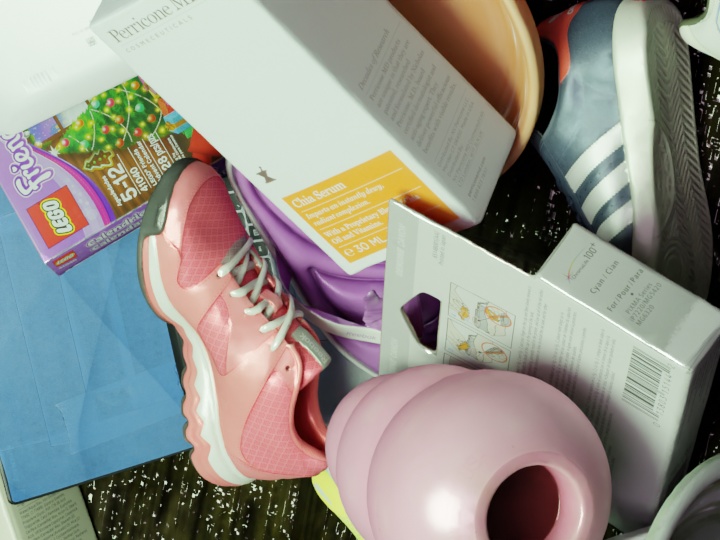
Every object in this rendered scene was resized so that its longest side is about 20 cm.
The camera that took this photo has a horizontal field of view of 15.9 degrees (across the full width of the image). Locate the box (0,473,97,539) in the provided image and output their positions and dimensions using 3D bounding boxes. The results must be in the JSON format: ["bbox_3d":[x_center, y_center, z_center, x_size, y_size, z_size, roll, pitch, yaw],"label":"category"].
[{"bbox_3d":[-0.232,0.100,1.564,0.068,0.082,0.200,-15,96,29],"label":"box"}]

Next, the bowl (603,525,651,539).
[{"bbox_3d":[0.159,0.230,1.385,0.200,0.075,0.200,-17,99,-10],"label":"bowl"}]

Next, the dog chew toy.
[{"bbox_3d":[0.045,0.103,1.337,0.200,0.124,0.125,-158,60,-65],"label":"dog chew toy"}]

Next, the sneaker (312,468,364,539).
[{"bbox_3d":[0.042,0.179,1.460,0.200,0.078,0.090,41,119,9],"label":"sneaker"}]

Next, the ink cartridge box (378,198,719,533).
[{"bbox_3d":[0.096,0.043,1.352,0.176,0.045,0.200,31,153,16],"label":"ink cartridge box"}]

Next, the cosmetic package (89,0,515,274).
[{"bbox_3d":[-0.027,-0.096,1.309,0.101,0.071,0.200,-23,123,44],"label":"cosmetic package"}]

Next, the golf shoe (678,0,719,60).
[{"bbox_3d":[0.196,-0.196,1.291,0.097,0.078,0.201,8,106,29],"label":"golf shoe"}]

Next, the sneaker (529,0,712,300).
[{"bbox_3d":[0.132,-0.046,1.366,0.084,0.075,0.201,1,100,33],"label":"sneaker"}]

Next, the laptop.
[{"bbox_3d":[-0.109,0.023,1.464,0.200,0.116,0.188,-6,102,31],"label":"laptop"}]

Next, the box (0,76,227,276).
[{"bbox_3d":[-0.160,-0.116,1.439,0.137,0.039,0.200,-31,76,-1],"label":"box"}]

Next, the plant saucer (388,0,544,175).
[{"bbox_3d":[0.009,-0.127,1.365,0.200,0.037,0.200,19,135,20],"label":"plant saucer"}]

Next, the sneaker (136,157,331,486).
[{"bbox_3d":[-0.057,0.028,1.399,0.087,0.074,0.201,3,121,28],"label":"sneaker"}]

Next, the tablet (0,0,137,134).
[{"bbox_3d":[-0.142,-0.160,1.354,0.200,0.014,0.130,-23,111,22],"label":"tablet"}]

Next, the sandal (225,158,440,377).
[{"bbox_3d":[-0.006,0.004,1.411,0.082,0.050,0.203,-35,112,21],"label":"sandal"}]

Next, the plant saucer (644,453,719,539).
[{"bbox_3d":[0.184,0.189,1.297,0.050,0.200,0.201,-5,102,44],"label":"plant saucer"}]
